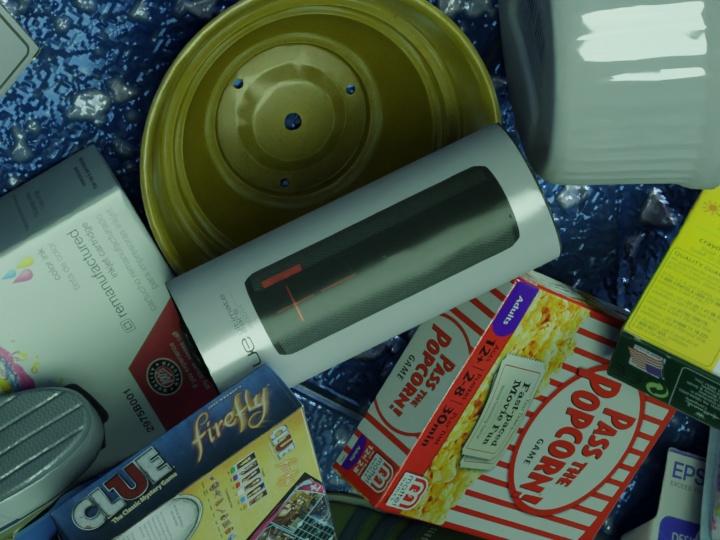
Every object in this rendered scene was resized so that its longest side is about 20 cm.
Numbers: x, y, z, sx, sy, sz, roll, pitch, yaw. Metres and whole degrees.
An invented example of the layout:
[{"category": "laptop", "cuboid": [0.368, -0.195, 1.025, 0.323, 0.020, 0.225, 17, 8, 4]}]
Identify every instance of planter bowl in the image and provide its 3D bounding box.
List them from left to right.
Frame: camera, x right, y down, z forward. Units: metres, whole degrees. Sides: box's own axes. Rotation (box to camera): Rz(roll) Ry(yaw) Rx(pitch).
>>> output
[{"category": "planter bowl", "cuboid": [-0.029, -0.072, 1.346, 0.200, 0.083, 0.201, -5, 110, -13]}]

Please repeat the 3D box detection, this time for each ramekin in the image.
[{"category": "ramekin", "cuboid": [0.134, -0.139, 1.311, 0.098, 0.200, 0.201, -6, 111, -5]}]

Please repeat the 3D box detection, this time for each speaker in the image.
[{"category": "speaker", "cuboid": [0.000, 0.000, 1.292, 0.200, 0.081, 0.081, -25, 114, -5]}]

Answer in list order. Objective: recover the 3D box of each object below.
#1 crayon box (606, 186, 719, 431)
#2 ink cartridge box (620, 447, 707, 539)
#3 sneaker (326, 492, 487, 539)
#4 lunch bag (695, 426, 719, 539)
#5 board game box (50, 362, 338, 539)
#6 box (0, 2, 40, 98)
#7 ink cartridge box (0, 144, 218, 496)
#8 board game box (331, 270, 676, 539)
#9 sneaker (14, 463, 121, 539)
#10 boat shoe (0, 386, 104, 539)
[{"category": "crayon box", "cuboid": [0.241, 0.005, 1.399, 0.127, 0.200, 0.051, 27, 147, 12]}, {"category": "ink cartridge box", "cuboid": [0.243, 0.229, 1.524, 0.198, 0.043, 0.200, 18, 74, -27]}, {"category": "sneaker", "cuboid": [0.013, 0.181, 1.445, 0.200, 0.090, 0.067, 5, 109, -17]}, {"category": "lunch bag", "cuboid": [0.294, 0.146, 1.462, 0.169, 0.127, 0.200, 15, 69, -21]}, {"category": "board game box", "cuboid": [-0.081, 0.142, 1.304, 0.135, 0.035, 0.200, -35, 153, -14]}, {"category": "box", "cuboid": [-0.266, -0.137, 1.225, 0.117, 0.060, 0.200, -53, 131, -14]}, {"category": "ink cartridge box", "cuboid": [-0.191, 0.049, 1.346, 0.200, 0.083, 0.146, -31, 115, -4]}, {"category": "board game box", "cuboid": [0.095, 0.081, 1.414, 0.200, 0.046, 0.152, 20, 104, -48]}, {"category": "sneaker", "cuboid": [-0.144, 0.161, 1.357, 0.200, 0.070, 0.078, -36, 80, 39]}, {"category": "boat shoe", "cuboid": [-0.220, 0.131, 1.295, 0.200, 0.072, 0.062, -30, 140, 2]}]
